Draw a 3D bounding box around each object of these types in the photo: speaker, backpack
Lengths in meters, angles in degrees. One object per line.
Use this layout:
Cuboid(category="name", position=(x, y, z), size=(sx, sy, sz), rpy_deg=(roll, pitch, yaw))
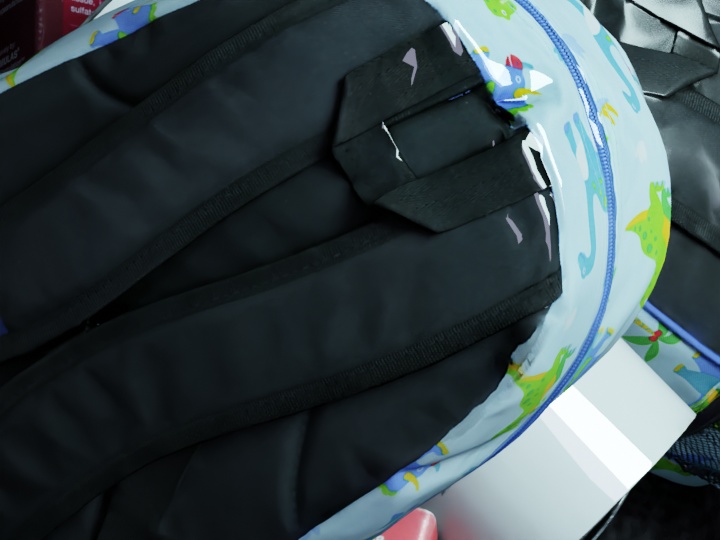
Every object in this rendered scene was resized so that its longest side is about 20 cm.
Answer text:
Cuboid(category="speaker", position=(0.000, 0.000, 0.805), size=(0.200, 0.081, 0.081), rpy_deg=(45, 54, 4))
Cuboid(category="backpack", position=(0.109, -0.024, 0.947), size=(0.200, 0.147, 0.184), rpy_deg=(30, 60, -28))
Cuboid(category="backpack", position=(-0.022, -0.002, 0.701), size=(0.154, 0.200, 0.164), rpy_deg=(-14, 74, -48))

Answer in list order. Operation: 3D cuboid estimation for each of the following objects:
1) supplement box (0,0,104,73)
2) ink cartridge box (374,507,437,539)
Cuboid(category="supplement box", position=(-0.069, -0.076, 0.899), size=(0.109, 0.061, 0.201), rpy_deg=(12, 69, -32))
Cuboid(category="ink cartridge box", position=(-0.074, 0.150, 0.770), size=(0.144, 0.084, 0.201), rpy_deg=(15, 63, 8))
